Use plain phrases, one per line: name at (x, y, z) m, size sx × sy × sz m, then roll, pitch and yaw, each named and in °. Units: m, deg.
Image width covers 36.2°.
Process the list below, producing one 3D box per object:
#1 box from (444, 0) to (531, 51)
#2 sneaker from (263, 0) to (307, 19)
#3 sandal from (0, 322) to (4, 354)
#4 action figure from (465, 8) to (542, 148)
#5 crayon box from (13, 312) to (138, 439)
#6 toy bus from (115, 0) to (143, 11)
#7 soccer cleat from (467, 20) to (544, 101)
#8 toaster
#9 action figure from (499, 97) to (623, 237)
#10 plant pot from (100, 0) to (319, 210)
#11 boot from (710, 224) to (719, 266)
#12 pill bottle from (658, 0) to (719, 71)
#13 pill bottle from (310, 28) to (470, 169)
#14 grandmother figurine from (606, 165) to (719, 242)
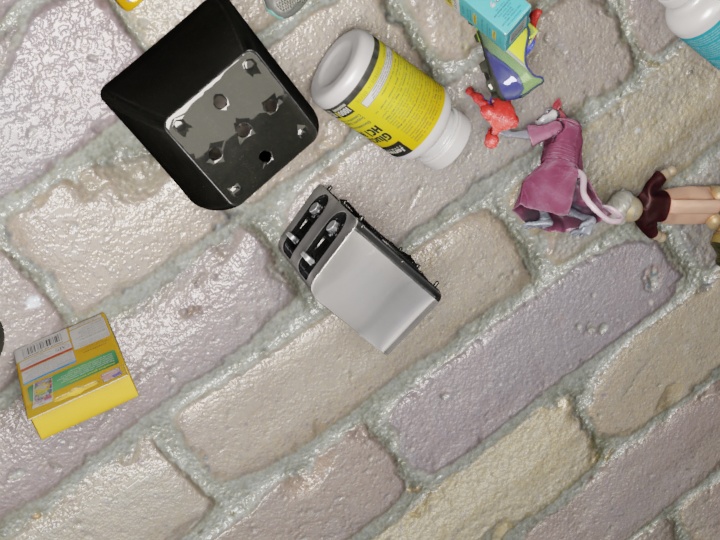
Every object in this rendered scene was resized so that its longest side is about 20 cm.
box at (0.121, -0.362, 1.371) m, size 0.200 × 0.082 × 0.049 m, roll 41°, pitch 92°, yaw 8°
sneaker at (-0.056, -0.398, 1.338) m, size 0.078 × 0.091 × 0.200 m, roll 24°, pitch 99°, yaw -26°
sandal at (-0.516, 0.135, 1.375) m, size 0.200 × 0.045 × 0.075 m, roll -48°, pitch 118°, yaw 0°
action figure at (0.186, -0.258, 1.509) m, size 0.065 × 0.099 × 0.200 m, roll 17°, pitch 80°, yaw -23°
crayon box at (-0.350, 0.132, 1.352) m, size 0.126 × 0.200 × 0.052 m, roll -24°, pitch 116°, yaw -12°
toy bus at (-0.306, -0.399, 1.254) m, size 0.078 × 0.065 × 0.200 m, roll -41°, pitch 119°, yaw -2°
soccer cleat at (0.186, -0.318, 1.436) m, size 0.084 × 0.065 × 0.200 m, roll -16°, pitch 79°, yaw 13°
toaster at (0.000, 0.000, 1.458) m, size 0.200 × 0.181 × 0.119 m, roll 40°, pitch 94°, yaw -27°
action figure at (0.275, -0.153, 1.527) m, size 0.134 × 0.149 × 0.200 m, roll 21°, pitch 68°, yaw -35°
plant pot at (-0.163, -0.188, 1.324) m, size 0.199 × 0.177 × 0.200 m, roll -41°, pitch 117°, yaw -4°
boot at (0.621, -0.102, 1.724) m, size 0.200 × 0.066 × 0.175 m, roll -65°, pitch 151°, yaw -8°
pill bottle at (0.511, -0.357, 1.567) m, size 0.200 × 0.111 × 0.111 m, roll 28°, pitch 97°, yaw -28°
pill bottle at (0.044, -0.215, 1.432) m, size 0.200 × 0.112 × 0.113 m, roll 30°, pitch 96°, yaw -27°
grandmother figurine at (0.459, -0.099, 1.672) m, size 0.200 × 0.061 × 0.121 m, roll -5°, pitch 102°, yaw -23°
